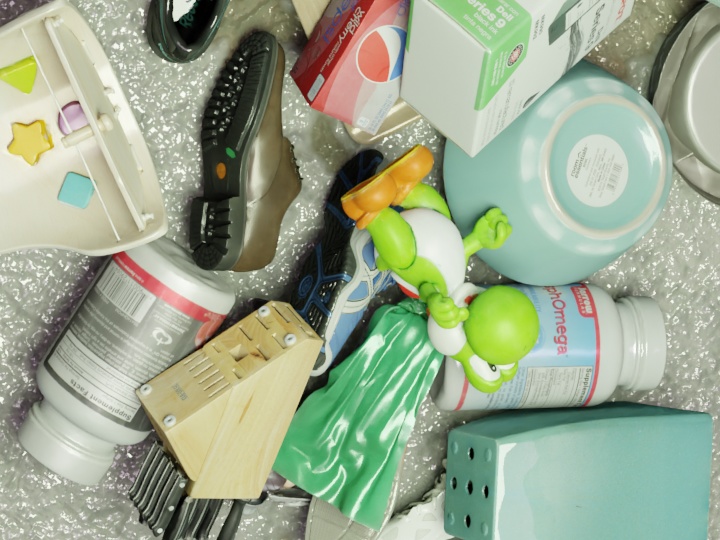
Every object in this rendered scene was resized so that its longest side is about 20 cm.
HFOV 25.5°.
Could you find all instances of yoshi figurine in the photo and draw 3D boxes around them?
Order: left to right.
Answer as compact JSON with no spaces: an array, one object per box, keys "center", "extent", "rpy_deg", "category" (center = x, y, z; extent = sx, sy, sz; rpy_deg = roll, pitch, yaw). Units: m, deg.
[{"center":[0.078,0.001,1.257],"extent":[0.112,0.112,0.201],"rpy_deg":[-32,96,3],"category":"yoshi figurine"}]

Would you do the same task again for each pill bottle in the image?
[{"center":[-0.200,0.074,1.327],"extent":[0.110,0.111,0.201],"rpy_deg":[32,96,-16],"category":"pill bottle"},{"center":[0.160,0.065,1.393],"extent":[0.198,0.109,0.110],"rpy_deg":[-1,104,-11],"category":"pill bottle"}]

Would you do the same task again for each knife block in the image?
[{"center":[-0.105,0.146,1.319],"extent":[0.199,0.064,0.176],"rpy_deg":[-34,133,-12],"category":"knife block"}]

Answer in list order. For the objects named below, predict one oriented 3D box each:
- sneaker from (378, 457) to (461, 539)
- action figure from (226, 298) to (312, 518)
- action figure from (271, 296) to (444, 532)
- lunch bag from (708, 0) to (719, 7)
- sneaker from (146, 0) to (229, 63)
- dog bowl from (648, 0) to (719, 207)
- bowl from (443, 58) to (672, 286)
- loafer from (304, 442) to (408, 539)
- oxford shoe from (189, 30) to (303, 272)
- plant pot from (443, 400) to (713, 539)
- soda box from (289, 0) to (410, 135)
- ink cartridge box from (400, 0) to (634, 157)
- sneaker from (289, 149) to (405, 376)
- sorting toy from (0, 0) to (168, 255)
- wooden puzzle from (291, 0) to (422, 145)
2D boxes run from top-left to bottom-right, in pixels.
[{"center":[0.068,0.202,1.438],"extent":[0.198,0.076,0.117],"rpy_deg":[-7,96,-17],"category":"sneaker"},{"center":[-0.080,0.127,1.389],"extent":[0.129,0.069,0.202],"rpy_deg":[9,106,-20],"category":"action figure"},{"center":[0.014,0.101,1.335],"extent":[0.117,0.055,0.201],"rpy_deg":[29,92,2],"category":"action figure"},{"center":[0.260,-0.308,1.260],"extent":[0.122,0.170,0.200],"rpy_deg":[-47,129,3],"category":"lunch bag"},{"center":[-0.116,-0.260,1.278],"extent":[0.075,0.079,0.202],"rpy_deg":[15,99,-13],"category":"sneaker"},{"center":[0.344,-0.154,1.399],"extent":[0.198,0.059,0.202],"rpy_deg":[-3,104,-11],"category":"dog bowl"},{"center":[0.180,-0.086,1.323],"extent":[0.199,0.105,0.203],"rpy_deg":[-1,92,-21],"category":"bowl"},{"center":[0.010,0.171,1.395],"extent":[0.071,0.063,0.202],"rpy_deg":[18,87,16],"category":"loafer"},{"center":[-0.087,-0.098,1.337],"extent":[0.084,0.072,0.202],"rpy_deg":[6,98,-40],"category":"oxford shoe"},{"center":[0.179,0.186,1.374],"extent":[0.198,0.141,0.143],"rpy_deg":[4,89,-24],"category":"plant pot"},{"center":[0.027,-0.212,1.254],"extent":[0.070,0.064,0.201],"rpy_deg":[20,114,-31],"category":"soda box"},{"center":[0.129,-0.207,1.226],"extent":[0.084,0.146,0.200],"rpy_deg":[41,69,18],"category":"ink cartridge box"},{"center":[0.000,0.000,1.338],"extent":[0.077,0.075,0.202],"rpy_deg":[33,69,-30],"category":"sneaker"},{"center":[-0.273,-0.098,1.283],"extent":[0.178,0.107,0.202],"rpy_deg":[-22,107,3],"category":"sorting toy"},{"center":[0.041,-0.223,1.316],"extent":[0.184,0.037,0.201],"rpy_deg":[-28,128,-3],"category":"wooden puzzle"}]
